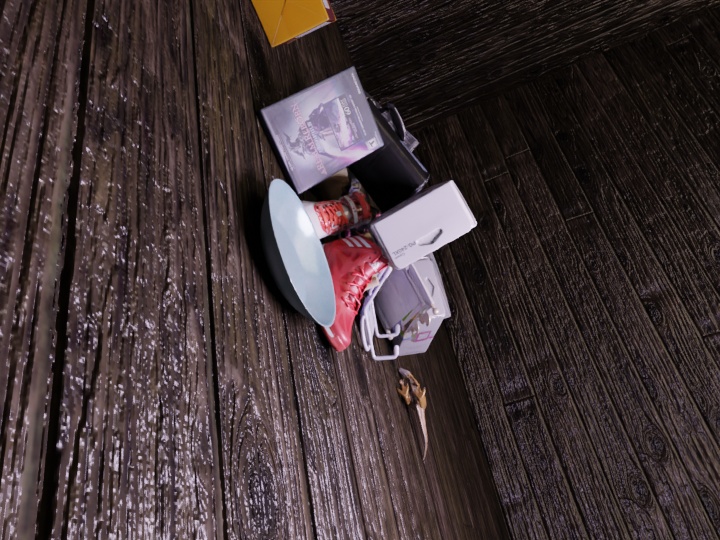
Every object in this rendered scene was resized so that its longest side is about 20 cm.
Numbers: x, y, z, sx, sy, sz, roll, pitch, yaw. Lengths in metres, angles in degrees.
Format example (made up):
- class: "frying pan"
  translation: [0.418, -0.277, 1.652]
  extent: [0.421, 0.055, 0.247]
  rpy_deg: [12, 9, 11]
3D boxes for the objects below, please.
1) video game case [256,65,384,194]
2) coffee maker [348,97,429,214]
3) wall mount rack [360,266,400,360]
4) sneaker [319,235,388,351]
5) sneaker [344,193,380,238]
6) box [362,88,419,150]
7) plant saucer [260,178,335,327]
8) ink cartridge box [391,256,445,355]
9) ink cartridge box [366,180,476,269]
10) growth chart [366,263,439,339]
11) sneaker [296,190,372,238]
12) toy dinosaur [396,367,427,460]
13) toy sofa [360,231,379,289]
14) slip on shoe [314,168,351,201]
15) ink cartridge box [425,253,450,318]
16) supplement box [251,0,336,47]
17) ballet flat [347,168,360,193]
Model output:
- class: "video game case"
  translation: [-0.060, -0.235, 0.915]
  extent: [0.019, 0.199, 0.144]
  rpy_deg: [5, -55, 55]
- class: "coffee maker"
  translation: [0.027, -0.213, 1.072]
  extent: [0.201, 0.134, 0.192]
  rpy_deg: [50, 43, -7]
- class: "wall mount rack"
  translation: [0.039, 0.067, 1.057]
  extent: [0.200, 0.073, 0.177]
  rpy_deg: [-71, 153, -74]
- class: "sneaker"
  translation: [-0.011, 0.019, 0.833]
  extent: [0.079, 0.114, 0.202]
  rpy_deg: [56, 17, -51]
- class: "sneaker"
  translation: [0.014, -0.094, 1.146]
  extent: [0.200, 0.094, 0.080]
  rpy_deg: [45, 59, -78]
- class: "box"
  translation: [0.010, -0.289, 1.208]
  extent: [0.200, 0.160, 0.044]
  rpy_deg: [42, 51, 0]
- class: "plant saucer"
  translation: [-0.088, -0.017, 0.718]
  extent: [0.201, 0.038, 0.204]
  rpy_deg: [-20, 91, -79]
- class: "ink cartridge box"
  translation: [0.116, 0.085, 1.242]
  extent: [0.201, 0.083, 0.146]
  rpy_deg: [104, -23, -58]
- class: "ink cartridge box"
  translation: [0.092, -0.077, 0.920]
  extent: [0.084, 0.144, 0.200]
  rpy_deg: [60, 0, -6]
- class: "growth chart"
  translation: [0.081, 0.067, 1.122]
  extent: [0.200, 0.018, 0.146]
  rpy_deg: [-42, -114, 54]
- class: "sneaker"
  translation: [-0.043, -0.093, 0.890]
  extent: [0.201, 0.107, 0.068]
  rpy_deg: [-19, 88, -79]
- class: "toy dinosaur"
  translation: [0.126, 0.293, 1.194]
  extent: [0.107, 0.060, 0.202]
  rpy_deg: [58, 16, -53]
- class: "toy sofa"
  translation: [0.000, 0.000, 1.013]
  extent: [0.200, 0.082, 0.099]
  rpy_deg: [-67, 135, -75]
- class: "slip on shoe"
  translation: [-0.058, -0.164, 1.067]
  extent: [0.200, 0.075, 0.062]
  rpy_deg: [-23, 110, -83]
- class: "ink cartridge box"
  translation: [0.156, 0.039, 1.562]
  extent: [0.201, 0.145, 0.147]
  rpy_deg: [-92, 160, -56]
- class: "supplement box"
  translation: [-0.155, -0.601, 1.160]
  extent: [0.201, 0.131, 0.199]
  rpy_deg: [-84, 152, -67]
- class: "ballet flat"
  translation: [-0.061, -0.234, 1.209]
  extent: [0.073, 0.071, 0.201]
  rpy_deg: [-97, 164, -49]
